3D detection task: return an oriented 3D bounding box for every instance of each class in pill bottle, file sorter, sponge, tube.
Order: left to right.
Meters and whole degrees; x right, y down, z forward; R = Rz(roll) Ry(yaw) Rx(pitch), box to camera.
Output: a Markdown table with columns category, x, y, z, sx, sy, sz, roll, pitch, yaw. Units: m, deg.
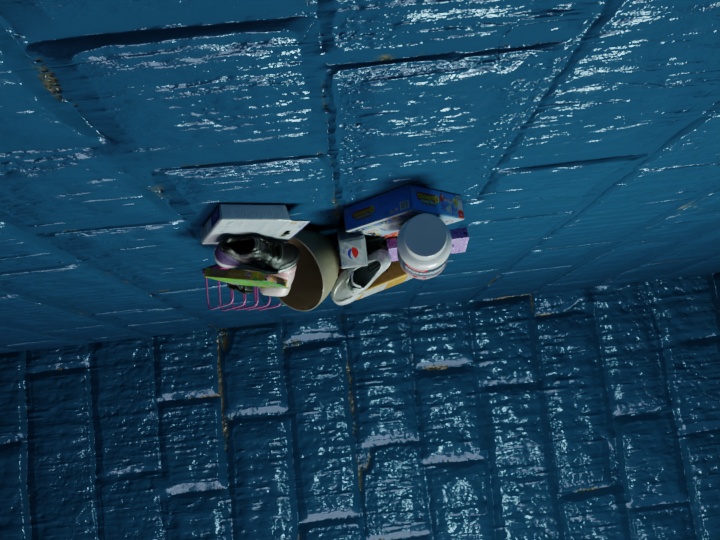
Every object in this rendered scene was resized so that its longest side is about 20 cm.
| category | x | y | z | sx | sy | sz | roll | pitch | yaw |
| --- | --- | --- | --- | --- | --- | --- | --- | --- | --- |
| file sorter | -0.348 | 0.052 | 2.155 | 0.138 | 0.127 | 0.198 | -14 | 168 | 41 |
| tube | -0.189 | 0.019 | 1.887 | 0.076 | 0.201 | 0.051 | -13 | 134 | -10 |
| pill bottle | 0.136 | -0.054 | 1.548 | 0.118 | 0.121 | 0.200 | -7 | 170 | 3 |
| sponge | 0.162 | -0.062 | 1.764 | 0.197 | 0.030 | 0.112 | -9 | 164 | 0 |

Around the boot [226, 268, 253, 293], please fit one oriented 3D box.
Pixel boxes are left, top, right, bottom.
| category | x | y | z | sx | sy | sz | roll | pitch | yaw |
| --- | --- | --- | --- | --- | --- | --- | --- | --- | --- |
| boot | -0.294 | 0.000 | 1.871 | 0.067 | 0.133 | 0.200 | -10 | 170 | 22 |

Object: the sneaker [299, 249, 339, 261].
| category | x | y | z | sx | sy | sz | roll | pitch | yaw |
| --- | --- | --- | --- | --- | --- | --- | --- | --- | --- |
| sneaker | -0.118 | -0.044 | 1.957 | 0.076 | 0.076 | 0.199 | -21 | 174 | 24 |

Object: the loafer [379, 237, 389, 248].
| category | x | y | z | sx | sy | sz | roll | pitch | yaw |
| --- | --- | --- | --- | --- | --- | --- | --- | --- | --- |
| loafer | 0.133 | -0.086 | 1.827 | 0.199 | 0.071 | 0.069 | -15 | -174 | 44 |

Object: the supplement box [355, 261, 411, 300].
| category | x | y | z | sx | sy | sz | roll | pitch | yaw |
| --- | --- | --- | --- | --- | --- | --- | --- | --- | --- |
| supplement box | 0.065 | 0.007 | 1.859 | 0.198 | 0.067 | 0.069 | -19 | 166 | -20 |

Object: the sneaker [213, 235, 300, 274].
| category | x | y | z | sx | sy | sz | roll | pitch | yaw |
| --- | --- | --- | --- | --- | --- | --- | --- | --- | --- |
| sneaker | -0.223 | -0.040 | 1.619 | 0.197 | 0.077 | 0.088 | -1 | 162 | -24 |

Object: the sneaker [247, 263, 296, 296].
| category | x | y | z | sx | sy | sz | roll | pitch | yaw |
| --- | --- | --- | --- | --- | --- | --- | --- | --- | --- |
| sneaker | -0.247 | -0.001 | 1.748 | 0.198 | 0.106 | 0.075 | 25 | -149 | 23 |

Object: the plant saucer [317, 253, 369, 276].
| category | x | y | z | sx | sy | sz | roll | pitch | yaw |
| --- | --- | --- | --- | --- | --- | --- | --- | --- | --- |
| plant saucer | -0.057 | -0.009 | 1.946 | 0.198 | 0.035 | 0.200 | -20 | 173 | -2 |

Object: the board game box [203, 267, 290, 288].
| category | x | y | z | sx | sy | sz | roll | pitch | yaw |
| --- | --- | --- | --- | --- | --- | --- | --- | --- | --- |
| board game box | -0.259 | 0.018 | 1.659 | 0.198 | 0.030 | 0.095 | 7 | 173 | 37 |

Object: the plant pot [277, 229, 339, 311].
| category | x | y | z | sx | sy | sz | roll | pitch | yaw |
| --- | --- | --- | --- | --- | --- | --- | --- | --- | --- |
| plant pot | -0.129 | -0.020 | 1.786 | 0.199 | 0.202 | 0.134 | -15 | -167 | 43 |

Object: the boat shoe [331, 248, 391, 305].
| category | x | y | z | sx | sy | sz | roll | pitch | yaw |
| --- | --- | --- | --- | --- | --- | --- | --- | --- | --- |
| boat shoe | -0.011 | 0.019 | 1.748 | 0.200 | 0.074 | 0.067 | -45 | 177 | 28 |

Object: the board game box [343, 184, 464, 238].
| category | x | y | z | sx | sy | sz | roll | pitch | yaw |
| --- | --- | --- | --- | --- | --- | --- | --- | --- | --- |
| board game box | 0.098 | -0.128 | 1.621 | 0.198 | 0.057 | 0.194 | -15 | 167 | 41 |

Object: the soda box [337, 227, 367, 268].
| category | x | y | z | sx | sy | sz | roll | pitch | yaw |
| --- | --- | --- | --- | --- | --- | --- | --- | --- | --- |
| soda box | -0.020 | -0.058 | 1.716 | 0.062 | 0.069 | 0.200 | -7 | -169 | -1 |

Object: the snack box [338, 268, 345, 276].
| category | x | y | z | sx | sy | sz | roll | pitch | yaw |
| --- | --- | --- | --- | --- | --- | --- | --- | --- | --- |
| snack box | 0.000 | 0.000 | 1.916 | 0.198 | 0.025 | 0.072 | -12 | 171 | -35 |

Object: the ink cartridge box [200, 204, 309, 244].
| category | x | y | z | sx | sy | sz | roll | pitch | yaw |
| --- | --- | --- | --- | --- | --- | --- | --- | --- | --- |
| ink cartridge box | -0.236 | -0.100 | 1.594 | 0.197 | 0.044 | 0.196 | -2 | 168 | -26 |

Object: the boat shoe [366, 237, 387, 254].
| category | x | y | z | sx | sy | sz | roll | pitch | yaw |
| --- | --- | --- | --- | --- | --- | --- | --- | --- | --- |
| boat shoe | 0.056 | -0.058 | 1.979 | 0.200 | 0.061 | 0.072 | -14 | 170 | 36 |
